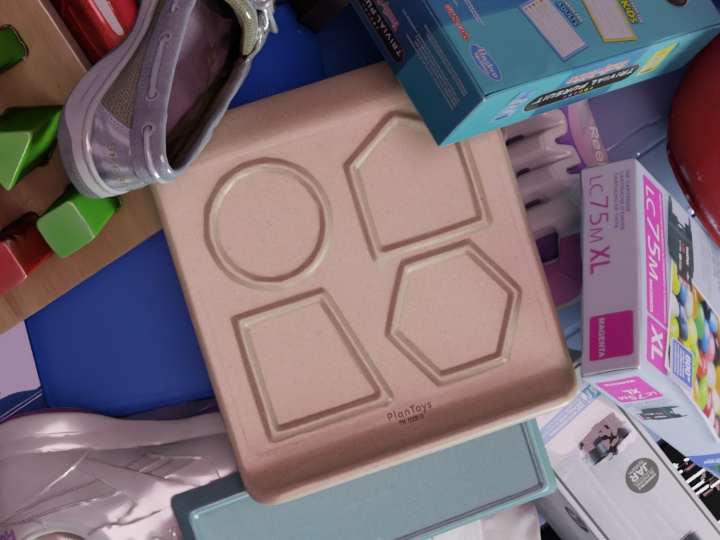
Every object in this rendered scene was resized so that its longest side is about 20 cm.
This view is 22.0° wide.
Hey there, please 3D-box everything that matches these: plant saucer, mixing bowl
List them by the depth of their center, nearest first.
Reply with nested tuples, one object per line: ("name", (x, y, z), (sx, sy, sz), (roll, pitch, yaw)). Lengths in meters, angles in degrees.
("plant saucer", (0.005, 0.119, 0.975), (0.198, 0.019, 0.071), (-20, 99, -7))
("mixing bowl", (0.246, -0.064, 1.061), (0.108, 0.200, 0.201), (-35, 101, 21))

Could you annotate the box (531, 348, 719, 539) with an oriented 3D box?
("box", (0.148, 0.137, 1.065), (0.060, 0.117, 0.200), (-41, 101, -9))

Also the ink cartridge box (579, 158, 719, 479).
("ink cartridge box", (0.178, 0.033, 1.032), (0.042, 0.200, 0.121), (-10, 64, 27))

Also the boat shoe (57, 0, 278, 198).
("boat shoe", (-0.080, -0.113, 0.938), (0.203, 0.064, 0.075), (-59, 138, -41))

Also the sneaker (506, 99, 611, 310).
("sneaker", (0.108, -0.072, 1.073), (0.088, 0.080, 0.202), (9, 66, -56))

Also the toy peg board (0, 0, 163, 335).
("toy peg board", (-0.231, -0.053, 0.943), (0.198, 0.098, 0.201), (-32, 99, 9))

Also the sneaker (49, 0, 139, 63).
("sneaker", (-0.128, -0.210, 0.986), (0.115, 0.078, 0.202), (-23, 79, -15))

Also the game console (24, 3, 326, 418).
("game console", (-0.100, -0.033, 1.048), (0.170, 0.118, 0.202), (-19, 98, -44))

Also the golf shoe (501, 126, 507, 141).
("golf shoe", (0.028, -0.077, 1.010), (0.087, 0.077, 0.201), (24, 79, 25))

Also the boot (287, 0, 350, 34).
("boot", (-0.029, -0.254, 1.030), (0.162, 0.073, 0.199), (37, 76, -15))

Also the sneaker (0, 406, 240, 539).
("sneaker", (-0.103, 0.126, 1.006), (0.198, 0.075, 0.101), (-1, 68, -5))

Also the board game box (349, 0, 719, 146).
("board game box", (0.082, -0.160, 0.980), (0.199, 0.047, 0.152), (-20, 74, -40))

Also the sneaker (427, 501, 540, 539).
("sneaker", (0.048, 0.192, 1.031), (0.115, 0.074, 0.201), (27, 53, -16))

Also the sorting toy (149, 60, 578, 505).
("sorting toy", (0.000, 0.000, 0.966), (0.183, 0.036, 0.202), (-18, 87, -7))
